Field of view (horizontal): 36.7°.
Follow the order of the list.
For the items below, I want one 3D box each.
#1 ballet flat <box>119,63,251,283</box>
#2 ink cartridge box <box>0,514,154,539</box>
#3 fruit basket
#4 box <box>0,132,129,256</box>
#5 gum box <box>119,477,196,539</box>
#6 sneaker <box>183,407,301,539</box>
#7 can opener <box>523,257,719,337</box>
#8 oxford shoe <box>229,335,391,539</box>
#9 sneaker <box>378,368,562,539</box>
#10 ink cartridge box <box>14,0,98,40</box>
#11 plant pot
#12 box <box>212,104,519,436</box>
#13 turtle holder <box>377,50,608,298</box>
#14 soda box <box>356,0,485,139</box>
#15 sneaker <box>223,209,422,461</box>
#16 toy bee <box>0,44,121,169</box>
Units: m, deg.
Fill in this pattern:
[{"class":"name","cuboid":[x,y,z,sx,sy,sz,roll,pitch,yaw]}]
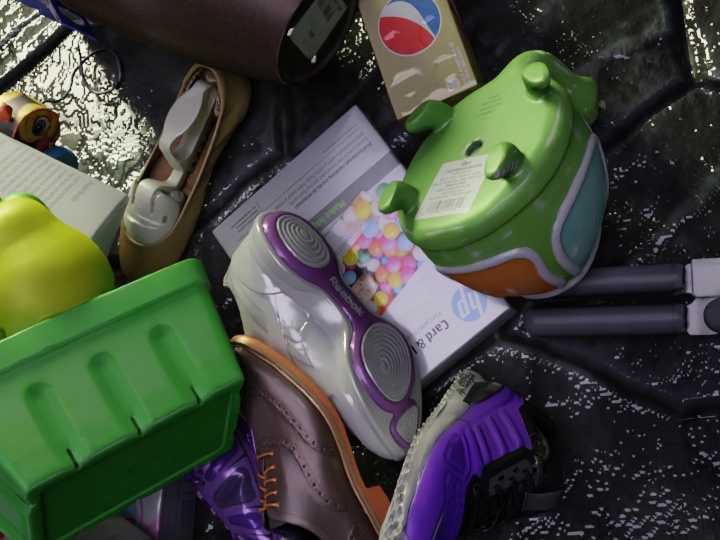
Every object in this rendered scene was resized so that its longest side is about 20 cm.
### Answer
[{"class":"ballet flat","cuboid":[-0.156,-0.082,0.884,0.068,0.063,0.202,25,91,20]},{"class":"ink cartridge box","cuboid":[-0.175,0.243,0.736,0.199,0.146,0.083,30,101,17]},{"class":"fruit basket","cuboid":[-0.199,0.055,0.732,0.213,0.156,0.217,7,49,-8]},{"class":"box","cuboid":[-0.307,-0.021,0.843,0.198,0.107,0.153,26,116,-5]},{"class":"gum box","cuboid":[-0.195,0.190,0.860,0.112,0.066,0.203,3,84,18]},{"class":"sneaker","cuboid":[-0.088,0.169,0.817,0.083,0.081,0.202,-16,71,-1]},{"class":"can opener","cuboid":[0.209,0.018,0.749,0.198,0.067,0.054,-3,82,18]},{"class":"oxford shoe","cuboid":[-0.045,0.137,0.749,0.073,0.071,0.201,-32,83,-30]},{"class":"sneaker","cuboid":[0.084,0.136,0.716,0.099,0.200,0.070,24,121,13]},{"class":"ink cartridge box","cuboid":[-0.254,-0.291,0.904,0.076,0.136,0.203,-6,81,22]},{"class":"plant pot","cuboid":[-0.105,-0.231,0.819,0.199,0.187,0.188,35,94,19]},{"class":"box","cuboid":[0.000,0.000,0.835,0.156,0.041,0.201,-39,74,11]},{"class":"turtle holder","cuboid":[0.104,-0.064,0.756,0.140,0.132,0.187,-30,33,26]},{"class":"soda box","cuboid":[0.035,-0.211,0.838,0.067,0.064,0.202,-21,78,15]},{"class":"sneaker","cuboid":[-0.028,0.056,0.792,0.100,0.075,0.201,-43,75,37]},{"class":"toy bee","cuboid":[-0.294,-0.107,0.909,0.129,0.109,0.202,8,86,19]}]
